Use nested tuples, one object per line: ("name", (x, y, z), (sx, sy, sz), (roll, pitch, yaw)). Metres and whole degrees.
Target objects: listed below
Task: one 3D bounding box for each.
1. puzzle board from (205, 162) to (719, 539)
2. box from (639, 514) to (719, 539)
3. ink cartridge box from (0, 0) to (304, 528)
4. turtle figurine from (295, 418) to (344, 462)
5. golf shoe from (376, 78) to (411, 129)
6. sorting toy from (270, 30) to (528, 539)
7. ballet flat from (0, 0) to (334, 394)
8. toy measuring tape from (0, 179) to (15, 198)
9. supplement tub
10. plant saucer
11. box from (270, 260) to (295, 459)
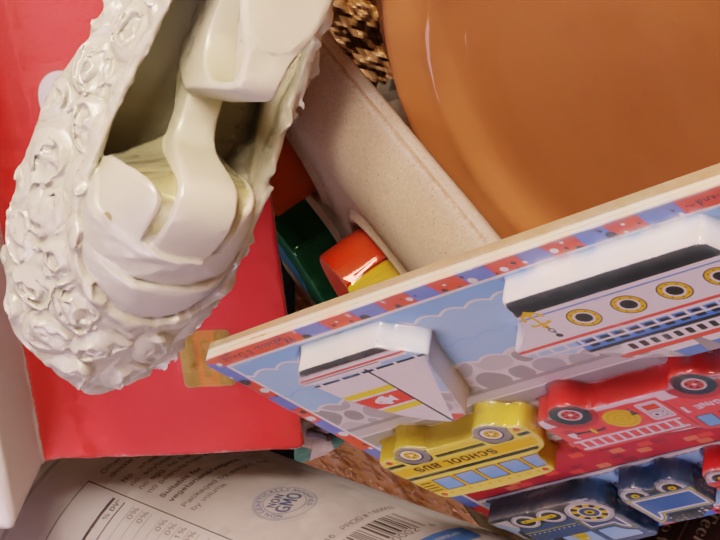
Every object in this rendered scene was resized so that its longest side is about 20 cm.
("puzzle board", (0.078, 0.032, 0.587), (0.200, 0.017, 0.151), (-20, 142, 41))
("box", (0.160, 0.160, 0.800), (0.200, 0.164, 0.166), (6, 144, 43))
("ink cartridge box", (-0.116, -0.019, 0.652), (0.176, 0.045, 0.200), (-2, 116, 9))
("turtle figurine", (-0.091, 0.057, 0.984), (0.200, 0.101, 0.150), (7, 146, 52))
("golf shoe", (0.071, 0.003, 0.692), (0.200, 0.097, 0.078), (22, 156, 24))
("sorting toy", (0.000, 0.000, 0.715), (0.185, 0.036, 0.200), (52, 169, 30))
("ballet flat", (-0.045, -0.048, 0.603), (0.072, 0.200, 0.072), (20, -164, -6))
("toy measuring tape", (-0.130, 0.004, 0.755), (0.073, 0.074, 0.200), (23, 152, 17))
("supplement tub", (-0.029, 0.129, 0.739), (0.200, 0.132, 0.132), (15, 151, 42))
("plant saucer", (0.078, -0.049, 0.581), (0.200, 0.037, 0.200), (28, 138, 28))
("box", (-0.101, 0.049, 0.897), (0.158, 0.051, 0.200), (12, 109, 33))
